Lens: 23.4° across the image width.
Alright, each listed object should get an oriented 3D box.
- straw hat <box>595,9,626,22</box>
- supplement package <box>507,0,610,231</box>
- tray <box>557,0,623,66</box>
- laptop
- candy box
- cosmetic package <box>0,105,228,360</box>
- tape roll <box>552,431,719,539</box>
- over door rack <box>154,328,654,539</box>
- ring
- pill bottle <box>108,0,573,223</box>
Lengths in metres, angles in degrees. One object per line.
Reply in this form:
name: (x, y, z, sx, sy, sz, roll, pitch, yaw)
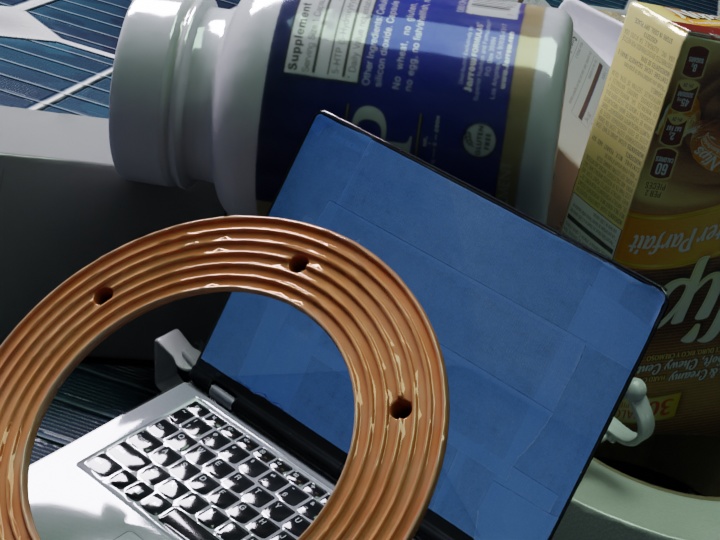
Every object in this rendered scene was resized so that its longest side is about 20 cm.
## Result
straw hat: (0.142, -0.061, 1.131, 0.085, 0.203, 0.201, -22, 36, -30)
supplement package: (0.047, -0.092, 0.917, 0.200, 0.114, 0.110, 43, 36, -9)
tray: (0.110, -0.064, 1.072, 0.022, 0.201, 0.107, 25, 9, -37)
laptop: (-0.022, 0.054, 0.657, 0.187, 0.117, 0.199, 30, 41, 34)
candy box: (0.159, -0.020, 0.843, 0.114, 0.202, 0.055, 4, 22, -27)
cosmetic package: (-0.121, -0.017, 0.888, 0.198, 0.108, 0.090, 2, 22, -29)
tape roll: (0.142, 0.102, 0.855, 0.201, 0.037, 0.203, 13, 18, -4)
over door rack: (0.014, 0.045, 0.796, 0.147, 0.067, 0.200, -27, 41, -30)
ring: (-0.062, 0.065, 0.645, 0.200, 0.201, 0.019, 27, -21, 33)
pill bottle: (-0.008, -0.072, 0.799, 0.198, 0.121, 0.120, 8, 18, 7)
